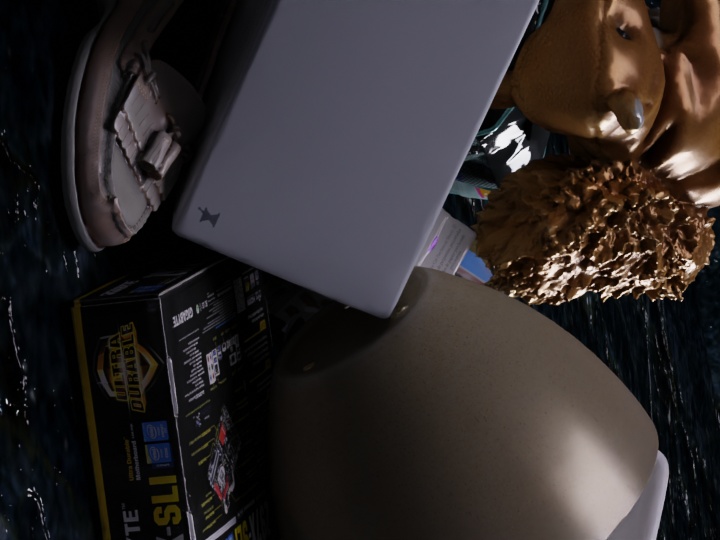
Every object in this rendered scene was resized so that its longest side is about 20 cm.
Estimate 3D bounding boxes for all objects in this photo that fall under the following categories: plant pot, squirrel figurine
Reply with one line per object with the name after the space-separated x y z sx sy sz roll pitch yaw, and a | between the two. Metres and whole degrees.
0.031 0.078 1.439 0.135 0.200 0.201 57 21 -18 | plant pot
0.135 -0.071 1.496 0.186 0.141 0.201 -4 109 -65 | squirrel figurine

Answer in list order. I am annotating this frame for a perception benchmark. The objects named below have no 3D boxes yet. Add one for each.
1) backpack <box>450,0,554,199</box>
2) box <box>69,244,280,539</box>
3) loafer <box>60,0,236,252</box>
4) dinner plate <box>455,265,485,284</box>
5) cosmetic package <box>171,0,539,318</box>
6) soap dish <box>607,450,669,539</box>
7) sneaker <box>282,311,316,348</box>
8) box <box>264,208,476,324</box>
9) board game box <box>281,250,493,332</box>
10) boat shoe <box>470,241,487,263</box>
0.024 -0.137 1.660 0.153 0.199 0.177 68 35 -67 | backpack
-0.083 0.077 1.414 0.200 0.049 0.161 -36 121 -76 | box
-0.100 -0.091 1.392 0.201 0.062 0.072 -83 161 -46 | loafer
0.018 -0.015 1.675 0.024 0.200 0.200 -59 166 3 | dinner plate
-0.001 -0.116 1.438 0.200 0.122 0.200 -91 -155 -69 | cosmetic package
0.086 0.161 1.635 0.081 0.157 0.201 -48 -162 47 | soap dish
-0.015 0.115 1.646 0.199 0.079 0.130 91 12 -71 | sneaker
0.000 0.000 1.572 0.042 0.039 0.200 -60 -165 -18 | box
0.015 0.024 1.759 0.199 0.039 0.159 32 35 -23 | board game box
0.018 0.012 1.873 0.200 0.063 0.074 -20 105 -61 | boat shoe
